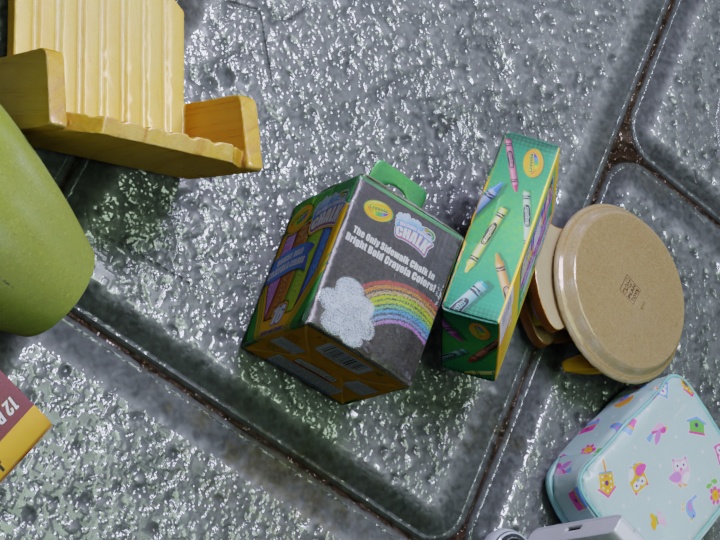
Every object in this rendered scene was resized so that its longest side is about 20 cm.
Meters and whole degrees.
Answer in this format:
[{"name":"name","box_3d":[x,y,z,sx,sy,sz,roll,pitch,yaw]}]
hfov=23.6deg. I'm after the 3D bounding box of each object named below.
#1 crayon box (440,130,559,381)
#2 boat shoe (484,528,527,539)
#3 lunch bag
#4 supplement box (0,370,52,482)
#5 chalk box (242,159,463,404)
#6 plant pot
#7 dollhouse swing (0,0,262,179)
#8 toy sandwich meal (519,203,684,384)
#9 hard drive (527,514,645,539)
[{"name":"crayon box","box_3d":[0.131,-0.013,1.620,0.058,0.119,0.201,16,62,11]},{"name":"boat shoe","box_3d":[0.177,0.338,1.640,0.068,0.056,0.201,-24,93,-34]},{"name":"lunch bag","box_3d":[0.284,0.216,1.723,0.200,0.077,0.161,-41,103,-32]},{"name":"supplement box","box_3d":[-0.367,0.102,1.260,0.198,0.200,0.133,49,59,-14]},{"name":"chalk box","box_3d":[0.000,0.000,1.563,0.124,0.124,0.201,32,63,-22]},{"name":"plant pot","box_3d":[-0.311,-0.040,1.356,0.200,0.186,0.188,44,59,-33]},{"name":"dollhouse swing","box_3d":[-0.194,-0.182,1.454,0.199,0.181,0.177,12,83,-34]},{"name":"toy sandwich meal","box_3d":[0.244,0.028,1.749,0.204,0.070,0.207,14,68,-36]},{"name":"hard drive","box_3d":[0.266,0.315,1.656,0.200,0.132,0.027,47,56,-15]}]
